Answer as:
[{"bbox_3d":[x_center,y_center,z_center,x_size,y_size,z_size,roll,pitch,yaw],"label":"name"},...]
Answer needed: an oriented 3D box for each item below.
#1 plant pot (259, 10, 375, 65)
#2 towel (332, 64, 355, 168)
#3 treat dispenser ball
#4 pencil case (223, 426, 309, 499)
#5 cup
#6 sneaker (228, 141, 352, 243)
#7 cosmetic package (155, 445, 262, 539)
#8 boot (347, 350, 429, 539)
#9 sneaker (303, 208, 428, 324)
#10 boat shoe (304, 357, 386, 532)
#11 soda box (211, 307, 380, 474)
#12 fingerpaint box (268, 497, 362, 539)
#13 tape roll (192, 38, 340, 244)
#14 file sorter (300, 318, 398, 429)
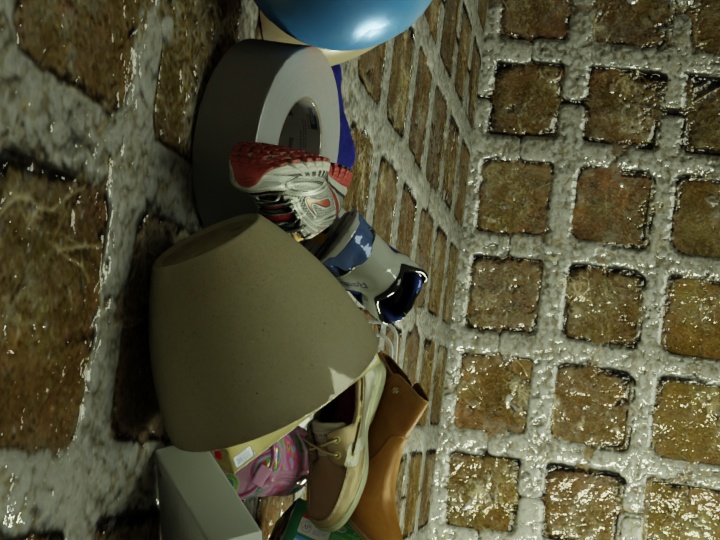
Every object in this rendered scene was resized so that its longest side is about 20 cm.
[{"bbox_3d":[-0.019,-0.314,1.343,0.200,0.132,0.204,6,90,-78],"label":"plant pot"},{"bbox_3d":[-0.059,-0.151,1.451,0.201,0.049,0.150,-64,147,-59],"label":"towel"},{"bbox_3d":[-0.016,-0.306,1.146,0.201,0.198,0.204,6,90,-79],"label":"treat dispenser ball"},{"bbox_3d":[-0.102,0.199,1.314,0.200,0.086,0.089,42,55,-75],"label":"pencil case"},{"bbox_3d":[-0.101,0.038,1.050,0.145,0.198,0.201,66,20,-15],"label":"cup"},{"bbox_3d":[-0.059,-0.064,1.095,0.200,0.077,0.083,14,88,-70],"label":"sneaker"},{"bbox_3d":[-0.132,0.275,1.095,0.151,0.051,0.203,40,-44,52],"label":"cosmetic package"},{"bbox_3d":[0.028,0.197,1.370,0.070,0.144,0.202,23,27,-49],"label":"boot"},{"bbox_3d":[0.000,0.000,1.238,0.081,0.115,0.199,-48,-168,-3],"label":"sneaker"},{"bbox_3d":[-0.029,0.178,1.340,0.066,0.073,0.203,35,60,-49],"label":"boat shoe"},{"bbox_3d":[-0.076,0.107,1.179,0.199,0.067,0.065,-34,116,-34],"label":"soda box"},{"bbox_3d":[-0.009,0.347,1.438,0.167,0.198,0.074,121,-7,-66],"label":"fingerpaint box"},{"bbox_3d":[-0.087,-0.119,1.198,0.200,0.065,0.204,10,90,-71],"label":"tape roll"},{"bbox_3d":[-0.030,0.145,1.551,0.200,0.123,0.141,-46,142,-72],"label":"file sorter"}]
